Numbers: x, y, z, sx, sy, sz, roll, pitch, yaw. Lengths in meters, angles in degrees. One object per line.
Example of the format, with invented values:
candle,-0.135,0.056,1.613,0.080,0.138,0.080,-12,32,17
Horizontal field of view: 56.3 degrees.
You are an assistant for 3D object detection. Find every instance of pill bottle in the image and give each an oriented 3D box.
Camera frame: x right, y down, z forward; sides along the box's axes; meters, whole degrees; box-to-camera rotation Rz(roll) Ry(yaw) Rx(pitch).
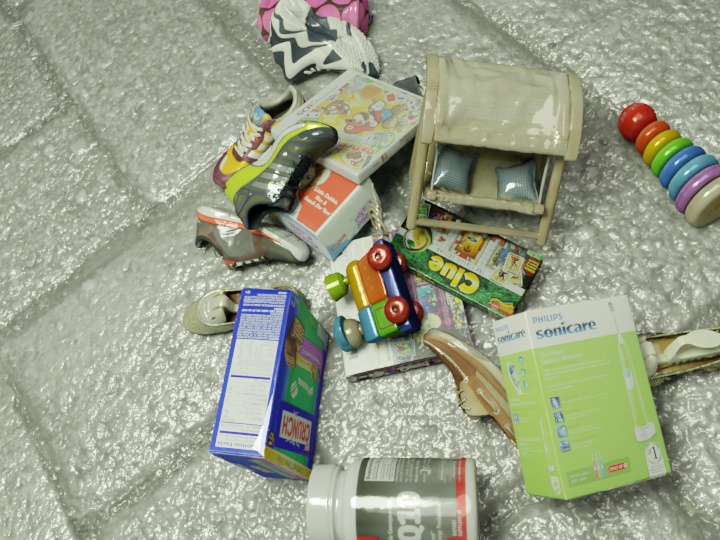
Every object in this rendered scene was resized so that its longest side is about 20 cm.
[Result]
pill bottle,0.041,0.282,0.796,0.195,0.114,0.117,-3,65,11

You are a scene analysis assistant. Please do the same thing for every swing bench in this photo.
swing bench,0.168,-0.158,0.883,0.193,0.203,0.132,6,45,0

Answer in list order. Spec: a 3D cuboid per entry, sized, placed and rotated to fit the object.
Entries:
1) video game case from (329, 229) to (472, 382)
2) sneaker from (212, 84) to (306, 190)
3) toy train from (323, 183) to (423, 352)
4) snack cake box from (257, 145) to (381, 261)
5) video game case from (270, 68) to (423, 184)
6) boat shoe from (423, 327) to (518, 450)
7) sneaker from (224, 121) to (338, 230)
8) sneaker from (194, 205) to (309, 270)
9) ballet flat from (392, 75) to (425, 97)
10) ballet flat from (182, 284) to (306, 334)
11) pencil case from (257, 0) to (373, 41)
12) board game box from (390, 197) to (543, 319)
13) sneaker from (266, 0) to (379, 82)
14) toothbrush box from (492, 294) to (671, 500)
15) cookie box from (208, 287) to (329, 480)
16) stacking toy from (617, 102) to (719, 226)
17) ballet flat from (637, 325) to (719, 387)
video game case,0.052,0.040,0.947,0.177,0.036,0.204,-13,64,6
sneaker,-0.169,-0.217,1.084,0.200,0.090,0.075,-44,64,-10
toy train,0.000,0.000,0.899,0.114,0.084,0.204,-23,76,17
snack cake box,-0.077,-0.118,1.011,0.115,0.068,0.199,-46,53,-11
video game case,-0.010,-0.224,1.010,0.198,0.023,0.182,32,64,35
boat shoe,0.152,0.151,0.838,0.199,0.076,0.072,40,88,10
sneaker,-0.103,-0.129,0.939,0.198,0.073,0.082,-35,63,26
sneaker,-0.168,-0.035,1.025,0.196,0.077,0.084,20,98,21
ballet flat,0.114,-0.230,1.041,0.072,0.073,0.202,-29,61,-2
ballet flat,-0.176,0.047,0.980,0.195,0.063,0.069,-9,63,9
pencil case,-0.081,-0.450,1.174,0.195,0.091,0.096,3,79,16
board game box,0.140,-0.017,0.926,0.197,0.024,0.106,27,74,20
sneaker,-0.072,-0.362,1.142,0.195,0.129,0.081,20,64,-21
toothbrush box,0.251,0.143,0.775,0.142,0.086,0.205,-7,80,-18
cookie box,-0.107,0.149,0.859,0.073,0.172,0.205,1,66,16
stacking toy,0.429,-0.160,0.935,0.084,0.086,0.202,-28,59,-2
ballet flat,0.378,0.100,0.826,0.195,0.076,0.069,-13,64,6
